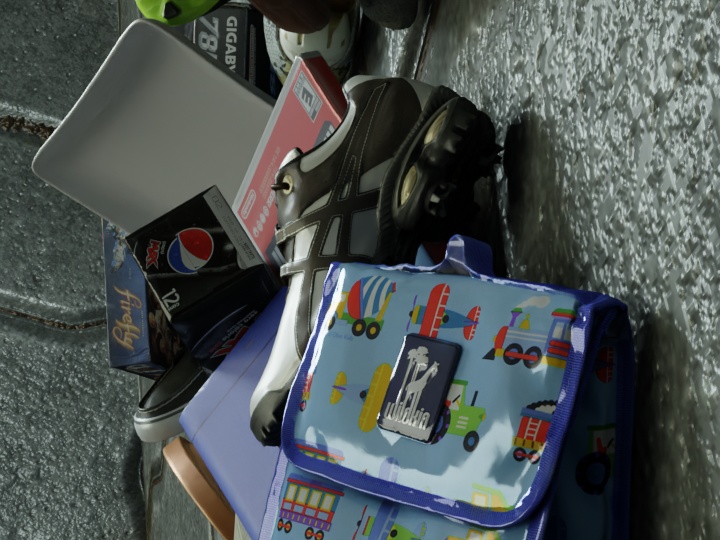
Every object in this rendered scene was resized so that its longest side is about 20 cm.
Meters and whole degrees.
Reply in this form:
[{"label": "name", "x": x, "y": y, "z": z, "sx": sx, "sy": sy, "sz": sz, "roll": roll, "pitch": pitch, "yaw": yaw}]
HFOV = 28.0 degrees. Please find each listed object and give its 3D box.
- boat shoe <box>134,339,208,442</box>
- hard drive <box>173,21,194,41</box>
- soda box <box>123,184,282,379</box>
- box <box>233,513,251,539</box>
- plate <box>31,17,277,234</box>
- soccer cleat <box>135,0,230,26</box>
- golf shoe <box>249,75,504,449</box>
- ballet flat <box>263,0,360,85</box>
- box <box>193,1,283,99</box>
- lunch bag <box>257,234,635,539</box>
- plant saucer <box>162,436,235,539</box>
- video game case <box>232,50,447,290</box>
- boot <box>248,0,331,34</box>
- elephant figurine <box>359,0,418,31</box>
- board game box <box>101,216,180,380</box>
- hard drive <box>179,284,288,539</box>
[{"label": "boat shoe", "x": -0.113, "y": 0.058, "z": 1.142, "sx": 0.069, "sy": 0.200, "sz": 0.057, "roll": -5, "pitch": 119, "yaw": 45}, {"label": "hard drive", "x": -0.135, "y": -0.107, "z": 1.180, "sx": 0.200, "sy": 0.042, "sz": 0.135, "roll": 73, "pitch": -159, "yaw": -63}, {"label": "soda box", "x": -0.073, "y": 0.037, "z": 0.882, "sx": 0.071, "sy": 0.063, "sz": 0.200, "roll": 56, "pitch": 174, "yaw": 31}, {"label": "box", "x": -0.018, "y": 0.206, "z": 0.891, "sx": 0.128, "sy": 0.109, "sz": 0.201, "roll": -118, "pitch": 30, "yaw": -61}, {"label": "plate", "x": -0.105, "y": -0.074, "z": 0.998, "sx": 0.200, "sy": 0.200, "sz": 0.032, "roll": -40, "pitch": 24, "yaw": 47}, {"label": "soccer cleat", "x": -0.056, "y": -0.220, "z": 0.919, "sx": 0.068, "sy": 0.200, "sz": 0.081, "roll": 61, "pitch": -166, "yaw": -8}, {"label": "golf shoe", "x": -0.012, "y": -0.007, "z": 0.725, "sx": 0.200, "sy": 0.094, "sz": 0.078, "roll": -59, "pitch": -24, "yaw": -8}, {"label": "ballet flat", "x": -0.030, "y": -0.196, "z": 0.992, "sx": 0.072, "sy": 0.072, "sz": 0.201, "roll": -108, "pitch": 22, "yaw": -51}, {"label": "box", "x": -0.091, "y": -0.113, "z": 1.169, "sx": 0.199, "sy": 0.050, "sz": 0.201, "roll": -40, "pitch": -47, "yaw": -79}, {"label": "lunch bag", "x": 0.039, "y": 0.086, "z": 0.615, "sx": 0.150, "sy": 0.094, "sz": 0.201, "roll": 6, "pitch": 87, "yaw": 46}, {"label": "plant saucer", "x": -0.071, "y": 0.199, "z": 1.071, "sx": 0.200, "sy": 0.032, "sz": 0.200, "roll": 48, "pitch": 174, "yaw": 7}, {"label": "video game case", "x": -0.004, "y": -0.004, "z": 0.819, "sx": 0.200, "sy": 0.017, "sz": 0.143, "roll": 58, "pitch": 144, "yaw": 23}, {"label": "boot", "x": -0.110, "y": -0.223, "z": 0.815, "sx": 0.064, "sy": 0.200, "sz": 0.187, "roll": -45, "pitch": 59, "yaw": 15}, {"label": "elephant figurine", "x": 0.000, "y": -0.258, "z": 0.799, "sx": 0.155, "sy": 0.200, "sz": 0.142, "roll": -26, "pitch": 45, "yaw": 47}, {"label": "board game box", "x": -0.174, "y": -0.015, "z": 1.178, "sx": 0.135, "sy": 0.035, "sz": 0.201, "roll": 45, "pitch": -140, "yaw": -78}, {"label": "hard drive", "x": -0.010, "y": 0.099, "z": 0.758, "sx": 0.132, "sy": 0.025, "sz": 0.200, "roll": -51, "pitch": 49, "yaw": 13}]
